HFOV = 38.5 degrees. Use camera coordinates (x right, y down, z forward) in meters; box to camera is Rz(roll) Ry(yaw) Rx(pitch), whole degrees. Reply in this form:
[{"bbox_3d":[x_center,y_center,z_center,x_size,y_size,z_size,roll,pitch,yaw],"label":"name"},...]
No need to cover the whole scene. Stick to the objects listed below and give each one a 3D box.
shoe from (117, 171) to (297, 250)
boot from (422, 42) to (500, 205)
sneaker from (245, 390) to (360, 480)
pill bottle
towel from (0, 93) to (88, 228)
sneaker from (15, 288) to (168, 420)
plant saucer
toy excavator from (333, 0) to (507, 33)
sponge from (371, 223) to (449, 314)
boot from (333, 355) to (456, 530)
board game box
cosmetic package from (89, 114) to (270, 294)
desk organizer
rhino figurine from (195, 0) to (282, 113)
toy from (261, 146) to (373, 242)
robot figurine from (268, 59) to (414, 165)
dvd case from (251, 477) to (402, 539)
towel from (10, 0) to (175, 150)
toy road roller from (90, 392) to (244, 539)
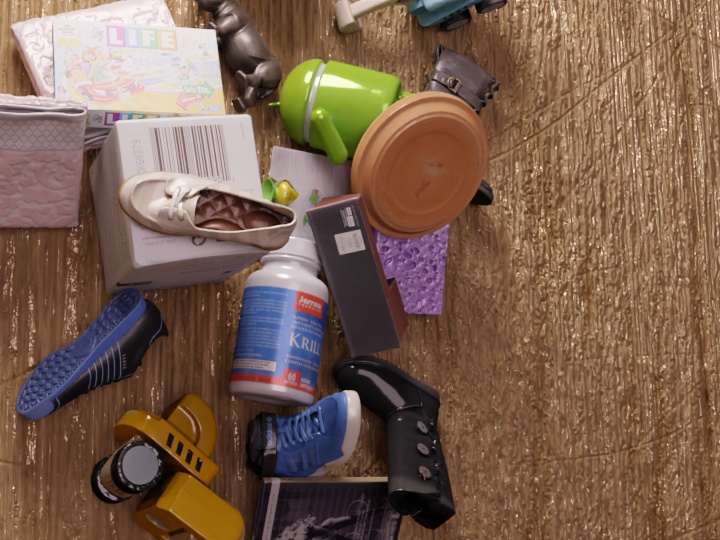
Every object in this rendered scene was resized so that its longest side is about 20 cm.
[{"bbox_3d":[-0.162,-0.069,1.120,0.197,0.053,0.071,11,75,-21],"label":"shoe"},{"bbox_3d":[0.152,-0.213,1.489,0.199,0.069,0.175,41,69,-10],"label":"boot"},{"bbox_3d":[-0.078,0.202,1.255,0.109,0.200,0.078,11,58,-20],"label":"sneaker"},{"bbox_3d":[-0.099,0.064,1.311,0.111,0.112,0.204,12,76,-20],"label":"pill bottle"},{"bbox_3d":[-0.416,-0.119,1.179,0.197,0.192,0.033,0,47,-22],"label":"towel"},{"bbox_3d":[-0.316,0.115,1.237,0.200,0.070,0.078,-43,131,-8],"label":"sneaker"},{"bbox_3d":[0.082,-0.131,1.344,0.197,0.032,0.203,-14,125,-21],"label":"plant saucer"},{"bbox_3d":[0.082,-0.396,1.464,0.199,0.193,0.102,-15,87,-52],"label":"toy excavator"},{"bbox_3d":[0.067,-0.040,1.422,0.110,0.030,0.204,4,92,-23],"label":"sponge"},{"bbox_3d":[0.040,0.216,1.317,0.163,0.066,0.202,22,39,-19],"label":"boot"},{"bbox_3d":[-0.267,-0.234,1.240,0.197,0.034,0.136,-1,60,-19],"label":"board game box"},{"bbox_3d":[-0.221,-0.075,1.235,0.162,0.200,0.168,-7,82,-23],"label":"cosmetic package"},{"bbox_3d":[0.000,0.000,1.336,0.071,0.077,0.203,-13,105,17],"label":"desk organizer"},{"bbox_3d":[-0.173,-0.315,1.372,0.087,0.059,0.202,-32,94,-44],"label":"rhino figurine"},{"bbox_3d":[-0.050,-0.094,1.387,0.198,0.047,0.117,6,92,-40],"label":"toy"},{"bbox_3d":[-0.019,-0.212,1.364,0.197,0.117,0.176,14,30,4],"label":"robot figurine"},{"bbox_3d":[-0.042,0.331,1.310,0.197,0.016,0.151,4,107,-23],"label":"dvd case"},{"bbox_3d":[-0.308,-0.249,1.286,0.198,0.032,0.193,-19,71,-26],"label":"towel"},{"bbox_3d":[-0.210,0.242,1.235,0.200,0.123,0.147,43,57,-10],"label":"toy road roller"}]
